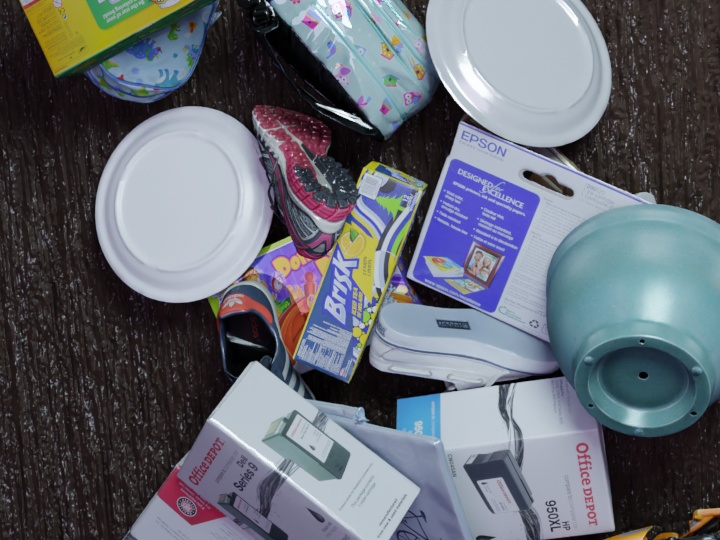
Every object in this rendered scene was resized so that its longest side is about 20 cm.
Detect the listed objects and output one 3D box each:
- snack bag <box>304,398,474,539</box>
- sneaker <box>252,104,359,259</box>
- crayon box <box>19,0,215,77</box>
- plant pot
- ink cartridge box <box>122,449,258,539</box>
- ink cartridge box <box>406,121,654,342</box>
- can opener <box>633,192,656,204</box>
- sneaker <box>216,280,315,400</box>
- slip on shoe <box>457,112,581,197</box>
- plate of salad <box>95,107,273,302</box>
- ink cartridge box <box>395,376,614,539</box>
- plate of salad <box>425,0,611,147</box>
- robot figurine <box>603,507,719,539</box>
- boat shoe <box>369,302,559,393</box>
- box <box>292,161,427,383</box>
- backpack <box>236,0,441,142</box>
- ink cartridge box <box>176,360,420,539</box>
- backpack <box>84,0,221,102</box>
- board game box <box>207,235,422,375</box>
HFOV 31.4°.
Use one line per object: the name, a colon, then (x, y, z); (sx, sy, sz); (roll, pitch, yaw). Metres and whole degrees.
snack bag: (0.020, 0.205, 1.235); (0.198, 0.021, 0.190); (7, 131, 36)
sneaker: (-0.066, -0.094, 1.241); (0.080, 0.201, 0.075); (7, 125, -24)
crayon box: (-0.209, -0.269, 1.142); (0.198, 0.058, 0.120); (-23, 95, 18)
plant pot: (0.256, 0.061, 1.148); (0.197, 0.135, 0.202); (9, 129, 12)
ink cartridge box: (-0.165, 0.293, 1.335); (0.145, 0.083, 0.201); (38, 119, 2)
ink cartridge box: (0.161, -0.035, 1.231); (0.196, 0.044, 0.201); (25, 132, 8)
can opener: (0.297, 0.018, 1.266); (0.066, 0.052, 0.202); (-20, 94, 46)
sneaker: (-0.096, 0.114, 1.272); (0.074, 0.085, 0.202); (-20, 100, 11)
slip on shoe: (0.182, -0.093, 1.254); (0.200, 0.061, 0.076); (41, 134, 3)
plate of salad: (-0.178, -0.067, 1.315); (0.197, 0.048, 0.203); (-3, 80, 16)
ink cartridge box: (0.144, 0.192, 1.266); (0.197, 0.085, 0.146); (-9, 126, 10)
plate of salad: (0.147, -0.204, 1.210); (0.197, 0.048, 0.203); (9, 67, -21)
robot figurine: (0.296, 0.287, 1.267); (0.197, 0.145, 0.059); (-17, 58, 8)
boat shoe: (0.102, 0.093, 1.280); (0.199, 0.075, 0.087); (7, 125, -19)
box: (0.000, 0.000, 1.248); (0.064, 0.070, 0.202); (22, 101, 3)
backpack: (-0.014, -0.221, 1.224); (0.126, 0.167, 0.200); (-42, 97, 11)
ink cartridge box: (-0.064, 0.201, 1.213); (0.199, 0.084, 0.146); (37, 144, 3)
backpack: (-0.215, -0.268, 1.252); (0.154, 0.162, 0.202); (50, 122, 42)
board game box: (-0.049, 0.026, 1.319); (0.198, 0.045, 0.136); (-24, 94, 12)
